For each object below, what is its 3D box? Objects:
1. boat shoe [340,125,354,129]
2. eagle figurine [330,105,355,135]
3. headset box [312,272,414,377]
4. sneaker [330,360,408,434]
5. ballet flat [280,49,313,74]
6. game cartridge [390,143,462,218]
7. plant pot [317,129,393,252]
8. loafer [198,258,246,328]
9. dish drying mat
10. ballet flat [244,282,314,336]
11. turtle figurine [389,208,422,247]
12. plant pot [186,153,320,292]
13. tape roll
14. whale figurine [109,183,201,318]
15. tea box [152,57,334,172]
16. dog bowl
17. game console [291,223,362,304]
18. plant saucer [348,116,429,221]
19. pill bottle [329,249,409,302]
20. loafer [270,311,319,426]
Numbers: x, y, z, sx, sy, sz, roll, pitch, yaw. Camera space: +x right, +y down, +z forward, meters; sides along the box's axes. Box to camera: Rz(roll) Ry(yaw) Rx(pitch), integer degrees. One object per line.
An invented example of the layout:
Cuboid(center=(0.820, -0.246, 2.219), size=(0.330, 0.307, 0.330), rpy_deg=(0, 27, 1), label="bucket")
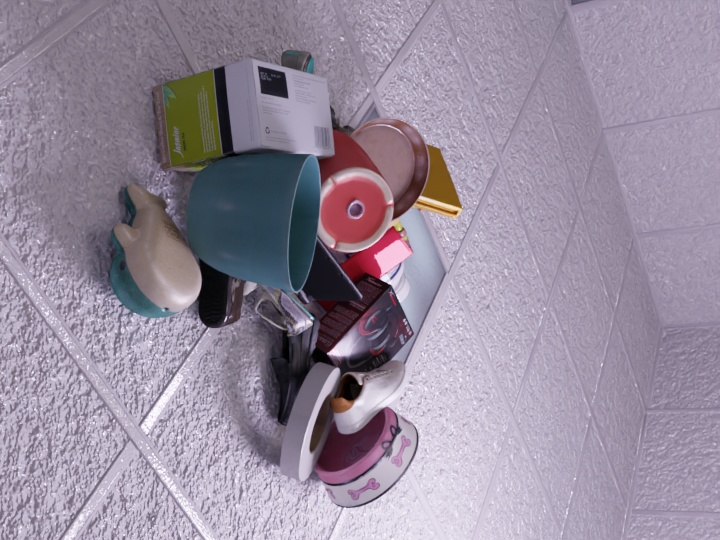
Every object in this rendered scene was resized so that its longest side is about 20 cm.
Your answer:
Cuboid(center=(0.014, -0.211, 1.908), size=(0.075, 0.062, 0.200), rpy_deg=(-58, 133, -47), label="boat shoe")
Cuboid(center=(-0.045, -0.240, 1.744), size=(0.200, 0.151, 0.152), rpy_deg=(-3, 66, -46), label="eagle figurine")
Cuboid(center=(-0.008, 0.129, 1.722), size=(0.200, 0.075, 0.149), rpy_deg=(-46, 136, -21), label="headset box")
Cuboid(center=(0.018, 0.201, 1.664), size=(0.200, 0.073, 0.085), rpy_deg=(-42, 119, -47), label="sneaker")
Cuboid(center=(-0.116, -0.317, 1.700), size=(0.200, 0.064, 0.068), rpy_deg=(92, 15, -50), label="ballet flat")
Cuboid(center=(0.103, -0.198, 1.862), size=(0.176, 0.032, 0.200), rpy_deg=(15, 38, -25), label="game cartridge")
Cuboid(center=(-0.040, -0.123, 1.565), size=(0.200, 0.177, 0.201), rpy_deg=(-7, 111, -19), label="plant pot")
Cuboid(center=(-0.214, -0.006, 1.487), size=(0.071, 0.073, 0.201), rpy_deg=(21, 74, -62), label="loafer")
Cuboid(center=(0.000, 0.000, 1.740), size=(0.077, 0.200, 0.018), rpy_deg=(49, 8, -38), label="dish drying mat")
Cuboid(center=(-0.160, 0.032, 1.553), size=(0.200, 0.072, 0.072), rpy_deg=(51, 39, -13), label="ballet flat")
Cuboid(center=(0.049, -0.105, 1.912), size=(0.064, 0.199, 0.162), rpy_deg=(-128, -154, -52), label="turtle figurine")
Cuboid(center=(-0.157, -0.078, 1.353), size=(0.201, 0.160, 0.201), rpy_deg=(8, 90, -82), label="plant pot")
Cuboid(center=(-0.083, 0.257, 1.593), size=(0.203, 0.037, 0.203), rpy_deg=(17, 90, -80), label="tape roll")
Cuboid(center=(-0.303, -0.023, 1.326), size=(0.159, 0.104, 0.200), rpy_deg=(28, 36, -54), label="whale figurine")
Cuboid(center=(-0.179, -0.230, 1.453), size=(0.200, 0.196, 0.134), rpy_deg=(-3, 87, -58), label="tea box")
Cuboid(center=(0.002, 0.319, 1.668), size=(0.074, 0.200, 0.200), rpy_deg=(52, 42, -24), label="dog bowl")
Cuboid(center=(-0.098, -0.043, 1.577), size=(0.200, 0.116, 0.176), rpy_deg=(54, 15, -41), label="game console")
Cuboid(center=(0.033, -0.183, 1.704), size=(0.200, 0.034, 0.201), rpy_deg=(-12, 116, -25), label="plant saucer")
Cuboid(center=(0.015, -0.021, 1.818), size=(0.200, 0.119, 0.120), rpy_deg=(57, 39, -38), label="pill bottle")
Cuboid(center=(-0.123, 0.166, 1.614), size=(0.070, 0.068, 0.201), rpy_deg=(13, 80, -18), label="loafer")
